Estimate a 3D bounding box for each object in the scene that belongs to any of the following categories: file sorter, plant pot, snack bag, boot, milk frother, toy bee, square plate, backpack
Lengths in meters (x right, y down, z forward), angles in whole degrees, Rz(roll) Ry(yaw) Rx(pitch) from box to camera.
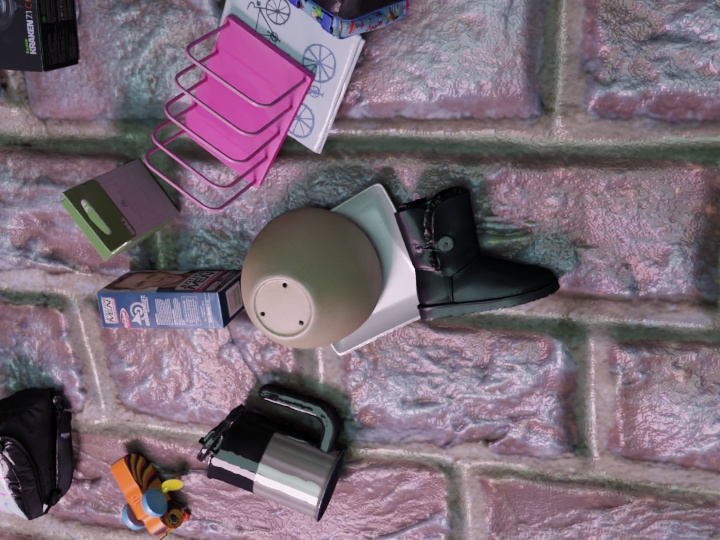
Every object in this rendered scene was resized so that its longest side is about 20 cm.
[{"bbox_3d":[-0.179,-0.197,1.229,0.139,0.125,0.200,37,131,5],"label":"file sorter"},{"bbox_3d":[-0.083,0.027,1.300,0.200,0.134,0.200,5,110,15],"label":"plant pot"},{"bbox_3d":[-0.107,-0.273,1.236,0.200,0.021,0.189,31,130,9],"label":"snack bag"},{"bbox_3d":[0.155,-0.031,1.266,0.200,0.076,0.168,-10,98,9],"label":"boot"},{"bbox_3d":[-0.132,0.281,1.405,0.188,0.200,0.181,19,110,9],"label":"milk frother"},{"bbox_3d":[-0.344,0.403,1.580,0.131,0.109,0.200,-12,81,29],"label":"toy bee"},{"bbox_3d":[0.000,0.000,1.354,0.198,0.028,0.200,-27,100,24],"label":"square plate"},{"bbox_3d":[-0.035,-0.395,1.143,0.200,0.183,0.135,39,134,16],"label":"backpack"},{"bbox_3d":[-0.569,0.314,1.588,0.127,0.167,0.200,9,116,35],"label":"backpack"}]

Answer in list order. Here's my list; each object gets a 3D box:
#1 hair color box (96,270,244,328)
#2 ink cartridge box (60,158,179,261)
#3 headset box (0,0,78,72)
[{"bbox_3d":[-0.280,0.042,1.416,0.200,0.100,0.061,-1,108,17],"label":"hair color box"},{"bbox_3d":[-0.350,-0.081,1.337,0.059,0.200,0.104,-33,96,25],"label":"ink cartridge box"},{"bbox_3d":[-0.516,-0.378,1.339,0.200,0.093,0.174,8,111,15],"label":"headset box"}]
